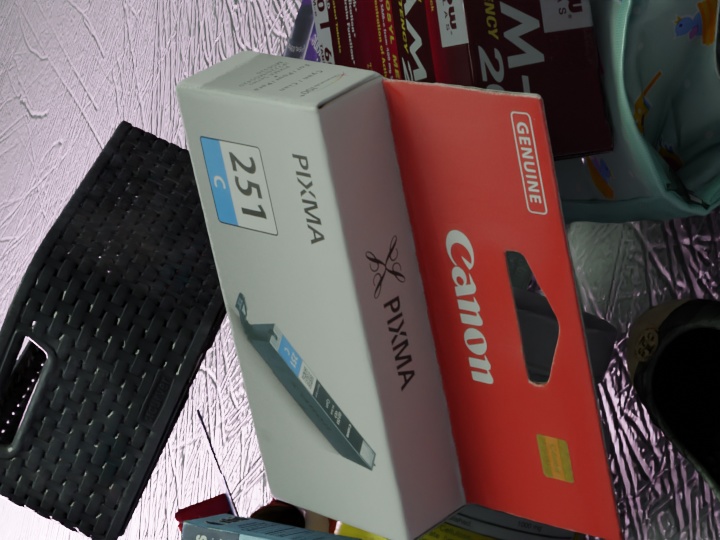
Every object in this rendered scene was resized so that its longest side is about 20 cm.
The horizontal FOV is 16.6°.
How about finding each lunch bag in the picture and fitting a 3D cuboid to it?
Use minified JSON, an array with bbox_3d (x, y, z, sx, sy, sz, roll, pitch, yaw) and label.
[{"bbox_3d":[0.128,-0.115,1.065,0.170,0.121,0.201,-176,99,-68],"label":"lunch bag"}]

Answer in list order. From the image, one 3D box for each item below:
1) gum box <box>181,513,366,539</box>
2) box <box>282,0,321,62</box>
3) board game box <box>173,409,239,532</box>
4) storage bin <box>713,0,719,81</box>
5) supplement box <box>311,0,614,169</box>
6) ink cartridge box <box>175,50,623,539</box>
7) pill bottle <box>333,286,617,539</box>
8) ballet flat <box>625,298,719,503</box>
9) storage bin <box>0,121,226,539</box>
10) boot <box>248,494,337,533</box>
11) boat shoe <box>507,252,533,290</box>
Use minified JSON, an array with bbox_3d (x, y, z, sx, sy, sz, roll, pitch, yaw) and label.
[{"bbox_3d":[0.008,0.206,1.067,0.044,0.199,0.171,2,-85,-65],"label":"gum box"},{"bbox_3d":[0.013,-0.069,1.360,0.148,0.104,0.201,-122,51,-62],"label":"box"},{"bbox_3d":[-0.066,0.168,1.227,0.200,0.039,0.159,-118,11,-56],"label":"board game box"},{"bbox_3d":[0.212,-0.162,0.922,0.135,0.093,0.201,150,130,-62],"label":"storage bin"},{"bbox_3d":[0.038,-0.098,1.064,0.200,0.061,0.110,-178,78,-71],"label":"supplement box"},{"bbox_3d":[0.013,0.017,1.011,0.176,0.045,0.201,12,123,46],"label":"ink cartridge box"},{"bbox_3d":[0.049,0.109,1.136,0.112,0.112,0.201,-147,73,-68],"label":"pill bottle"},{"bbox_3d":[0.148,0.057,0.992,0.200,0.057,0.067,-126,54,-64],"label":"ballet flat"},{"bbox_3d":[-0.123,0.029,1.259,0.200,0.093,0.136,-71,6,-63],"label":"storage bin"},{"bbox_3d":[-0.016,0.131,1.304,0.200,0.107,0.076,-154,77,-71],"label":"boot"},{"bbox_3d":[0.053,0.000,1.274,0.200,0.073,0.067,-55,23,16],"label":"boat shoe"}]
